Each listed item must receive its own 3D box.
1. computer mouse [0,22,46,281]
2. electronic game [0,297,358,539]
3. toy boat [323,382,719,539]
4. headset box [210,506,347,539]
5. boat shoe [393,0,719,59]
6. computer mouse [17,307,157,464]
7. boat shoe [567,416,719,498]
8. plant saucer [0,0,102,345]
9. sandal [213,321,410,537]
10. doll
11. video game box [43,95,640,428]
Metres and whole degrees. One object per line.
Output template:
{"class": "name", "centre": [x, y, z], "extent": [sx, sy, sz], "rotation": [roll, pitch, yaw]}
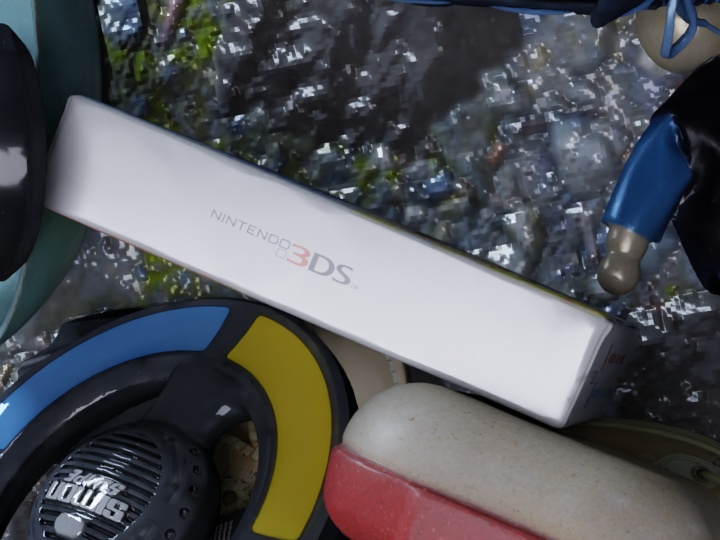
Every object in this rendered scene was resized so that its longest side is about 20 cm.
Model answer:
{"class": "computer mouse", "centre": [-0.160, -0.042, 0.839], "extent": [0.052, 0.200, 0.139], "rotation": [0, 95, -22]}
{"class": "electronic game", "centre": [-0.090, 0.091, 0.882], "extent": [0.199, 0.201, 0.042], "rotation": [-19, 132, 19]}
{"class": "toy boat", "centre": [0.052, 0.118, 0.801], "extent": [0.130, 0.200, 0.131], "rotation": [22, 90, 17]}
{"class": "headset box", "centre": [-0.056, 0.196, 0.928], "extent": [0.199, 0.093, 0.174], "rotation": [-20, 126, 18]}
{"class": "boat shoe", "centre": [0.087, -0.110, 0.822], "extent": [0.199, 0.069, 0.085], "rotation": [-6, 122, 10]}
{"class": "computer mouse", "centre": [-0.151, 0.064, 0.995], "extent": [0.199, 0.034, 0.059], "rotation": [-19, 97, 19]}
{"class": "boat shoe", "centre": [0.144, 0.115, 0.905], "extent": [0.199, 0.063, 0.074], "rotation": [21, 107, 11]}
{"class": "plant saucer", "centre": [-0.139, -0.067, 0.909], "extent": [0.036, 0.200, 0.201], "rotation": [-2, 105, -26]}
{"class": "sandal", "centre": [-0.058, 0.109, 0.958], "extent": [0.078, 0.070, 0.212], "rotation": [43, 109, 4]}
{"class": "doll", "centre": [0.150, -0.017, 0.872], "extent": [0.136, 0.048, 0.201], "rotation": [-21, 88, -7]}
{"class": "video game box", "centre": [0.000, 0.000, 0.857], "extent": [0.199, 0.182, 0.047], "rotation": [23, 89, 11]}
